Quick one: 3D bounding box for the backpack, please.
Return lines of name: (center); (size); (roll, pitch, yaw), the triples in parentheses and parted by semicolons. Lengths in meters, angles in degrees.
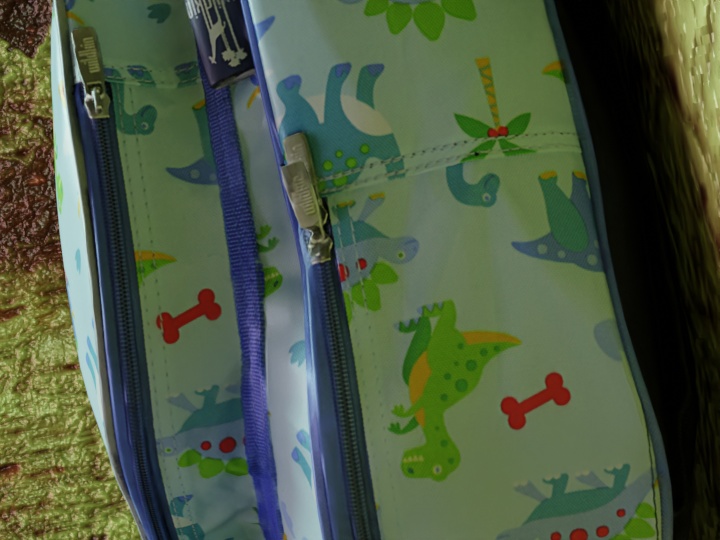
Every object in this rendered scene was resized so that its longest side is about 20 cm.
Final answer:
backpack: (0.001, 0.009, 0.666); (0.183, 0.147, 0.201); (84, 172, -68)
